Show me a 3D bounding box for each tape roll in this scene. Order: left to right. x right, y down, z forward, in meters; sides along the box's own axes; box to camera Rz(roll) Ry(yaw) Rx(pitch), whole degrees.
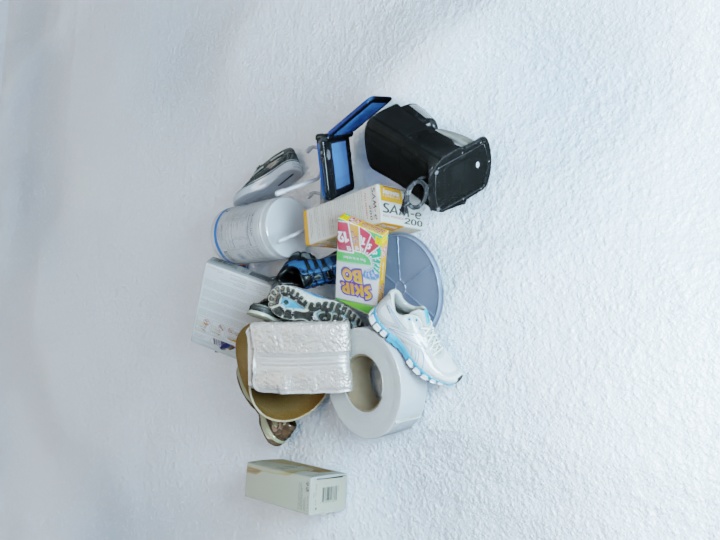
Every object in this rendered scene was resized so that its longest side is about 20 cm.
[{"bbox_3d":[0.028,0.203,1.373,0.201,0.070,0.205,2,93,47],"label":"tape roll"}]

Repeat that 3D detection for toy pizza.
[{"bbox_3d":[0.083,0.030,1.369,0.199,0.032,0.203,11,105,47],"label":"toy pizza"}]

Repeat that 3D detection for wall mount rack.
[{"bbox_3d":[-0.103,-0.146,1.469,0.074,0.175,0.201,12,134,11],"label":"wall mount rack"}]

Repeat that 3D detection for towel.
[{"bbox_3d":[-0.113,0.157,1.372,0.198,0.034,0.134,-2,92,9],"label":"towel"}]

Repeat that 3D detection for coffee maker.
[{"bbox_3d":[0.094,-0.198,1.289,0.200,0.191,0.136,38,125,41],"label":"coffee maker"}]

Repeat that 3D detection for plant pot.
[{"bbox_3d":[-0.180,0.182,1.536,0.200,0.185,0.188,27,104,55],"label":"plant pot"}]

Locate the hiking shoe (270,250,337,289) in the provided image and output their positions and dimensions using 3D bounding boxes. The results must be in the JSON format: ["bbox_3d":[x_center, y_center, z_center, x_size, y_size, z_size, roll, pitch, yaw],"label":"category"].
[{"bbox_3d":[-0.077,0.010,1.481,0.198,0.087,0.075,-2,119,36],"label":"hiking shoe"}]

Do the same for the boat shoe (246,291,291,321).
[{"bbox_3d":[-0.182,0.070,1.533,0.071,0.200,0.068,13,91,10],"label":"boat shoe"}]

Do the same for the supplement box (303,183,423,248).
[{"bbox_3d":[0.004,-0.094,1.409,0.199,0.125,0.074,-15,76,43],"label":"supplement box"}]

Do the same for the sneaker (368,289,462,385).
[{"bbox_3d":[0.103,0.112,1.289,0.200,0.075,0.087,42,126,14],"label":"sneaker"}]

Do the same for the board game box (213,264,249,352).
[{"bbox_3d":[-0.302,0.076,1.747,0.135,0.034,0.202,-25,69,40],"label":"board game box"}]

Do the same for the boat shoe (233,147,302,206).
[{"bbox_3d":[-0.207,-0.203,1.675,0.199,0.072,0.072,-27,58,28],"label":"boat shoe"}]

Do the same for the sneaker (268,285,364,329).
[{"bbox_3d":[-0.079,0.077,1.470,0.198,0.090,0.079,27,100,1],"label":"sneaker"}]

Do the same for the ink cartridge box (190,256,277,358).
[{"bbox_3d":[-0.279,0.089,1.655,0.161,0.050,0.202,19,114,8],"label":"ink cartridge box"}]

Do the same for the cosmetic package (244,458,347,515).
[{"bbox_3d":[-0.130,0.428,1.495,0.199,0.105,0.072,-1,83,42],"label":"cosmetic package"}]

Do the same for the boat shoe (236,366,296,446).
[{"bbox_3d":[-0.194,0.270,1.604,0.075,0.074,0.203,-41,66,20],"label":"boat shoe"}]

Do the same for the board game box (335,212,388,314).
[{"bbox_3d":[0.000,0.000,1.360,0.095,0.030,0.202,24,133,25],"label":"board game box"}]

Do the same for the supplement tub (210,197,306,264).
[{"bbox_3d":[-0.219,-0.083,1.619,0.199,0.131,0.134,-6,81,42],"label":"supplement tub"}]

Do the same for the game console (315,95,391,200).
[{"bbox_3d":[-0.002,-0.232,1.405,0.117,0.200,0.173,-4,101,14],"label":"game console"}]
